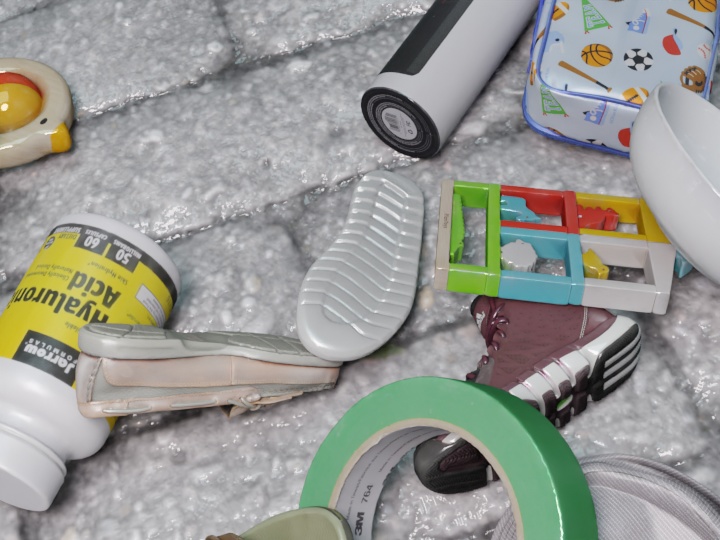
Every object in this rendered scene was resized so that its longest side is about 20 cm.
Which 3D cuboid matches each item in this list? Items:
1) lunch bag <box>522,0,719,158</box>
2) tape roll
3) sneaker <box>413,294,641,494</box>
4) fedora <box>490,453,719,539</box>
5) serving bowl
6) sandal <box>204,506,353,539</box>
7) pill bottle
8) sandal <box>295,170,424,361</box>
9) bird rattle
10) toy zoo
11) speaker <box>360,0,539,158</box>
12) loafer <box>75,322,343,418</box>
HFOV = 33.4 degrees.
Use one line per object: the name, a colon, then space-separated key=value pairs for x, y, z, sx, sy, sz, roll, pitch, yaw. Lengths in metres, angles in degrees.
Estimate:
lunch bag: x=0.217 y=-0.192 z=1.007 sx=0.158 sy=0.076 sz=0.202 roll=13 pitch=58 yaw=8
tape roll: x=0.048 y=0.169 z=0.744 sx=0.198 sy=0.048 sz=0.204 roll=-8 pitch=76 yaw=36
sneaker: x=0.096 y=0.071 z=0.863 sx=0.198 sy=0.076 sz=0.115 roll=-28 pitch=50 yaw=-23
fedora: x=0.172 y=0.186 z=0.752 sx=0.176 sy=0.091 sz=0.200 roll=-31 pitch=57 yaw=-13
serving bowl: x=0.264 y=-0.042 z=0.867 sx=0.066 sy=0.198 sz=0.202 roll=-47 pitch=50 yaw=29
sandal: x=-0.093 y=0.205 z=0.767 sx=0.199 sy=0.057 sz=0.081 roll=-19 pitch=68 yaw=18
pill bottle: x=-0.218 y=0.067 z=0.881 sx=0.110 sy=0.112 sz=0.202 roll=13 pitch=59 yaw=16
sandal: x=0.007 y=0.003 z=0.933 sx=0.082 sy=0.050 sz=0.204 roll=23 pitch=47 yaw=4
bird rattle: x=-0.338 y=-0.138 z=1.072 sx=0.161 sy=0.114 sz=0.201 roll=-10 pitch=41 yaw=-13
toy zoo: x=0.156 y=-0.019 z=0.902 sx=0.197 sy=0.021 sz=0.132 roll=6 pitch=34 yaw=2
speaker: x=0.084 y=-0.194 z=1.035 sx=0.080 sy=0.082 sz=0.201 roll=24 pitch=63 yaw=23
loafer: x=-0.108 y=0.077 z=0.859 sx=0.198 sy=0.064 sz=0.072 roll=7 pitch=6 yaw=-28
